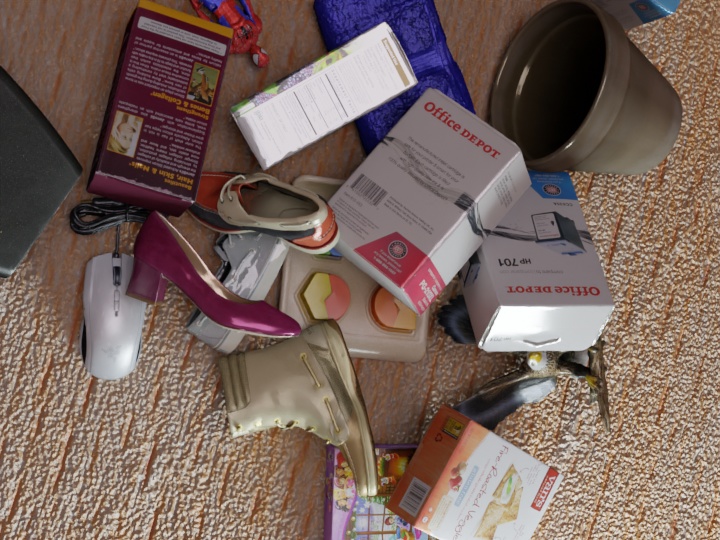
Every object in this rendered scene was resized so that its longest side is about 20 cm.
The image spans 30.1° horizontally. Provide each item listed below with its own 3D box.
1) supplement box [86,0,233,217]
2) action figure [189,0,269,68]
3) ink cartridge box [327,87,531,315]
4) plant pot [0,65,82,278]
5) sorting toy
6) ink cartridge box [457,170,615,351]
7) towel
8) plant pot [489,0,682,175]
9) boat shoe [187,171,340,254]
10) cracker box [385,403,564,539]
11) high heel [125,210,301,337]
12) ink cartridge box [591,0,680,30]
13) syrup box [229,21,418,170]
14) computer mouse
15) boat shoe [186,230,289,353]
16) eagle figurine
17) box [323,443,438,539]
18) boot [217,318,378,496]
[{"bbox_3d":[-0.216,-0.172,1.441,0.109,0.086,0.203,16,76,-16],"label":"supplement box"},{"bbox_3d":[-0.165,-0.310,1.493,0.065,0.052,0.201,-41,104,-16],"label":"action figure"},{"bbox_3d":[0.071,-0.078,1.475,0.144,0.084,0.200,38,82,28],"label":"ink cartridge box"},{"bbox_3d":[-0.400,-0.104,1.356,0.177,0.199,0.201,37,80,-26],"label":"plant pot"},{"bbox_3d":[0.000,0.000,1.553,0.183,0.036,0.203,7,89,-17],"label":"sorting toy"},{"bbox_3d":[0.189,-0.014,1.535,0.144,0.086,0.202,0,51,-17],"label":"ink cartridge box"},{"bbox_3d":[0.043,-0.245,1.556,0.146,0.049,0.202,-24,98,-16],"label":"towel"},{"bbox_3d":[0.278,-0.195,1.574,0.172,0.199,0.203,17,86,-34],"label":"plant pot"},{"bbox_3d":[-0.114,-0.073,1.451,0.198,0.063,0.072,19,70,25],"label":"boat shoe"},{"bbox_3d":[0.136,0.254,1.544,0.199,0.057,0.135,33,85,-42],"label":"cracker box"},{"bbox_3d":[-0.150,0.007,1.437,0.198,0.067,0.097,17,92,7],"label":"high heel"},{"bbox_3d":[0.289,-0.398,1.589,0.199,0.128,0.126,30,82,-16],"label":"ink cartridge box"},{"bbox_3d":[-0.041,-0.193,1.491,0.198,0.079,0.082,-30,96,0],"label":"syrup box"},{"bbox_3d":[-0.266,0.020,1.467,0.108,0.044,0.203,2,90,-18],"label":"computer mouse"},{"bbox_3d":[-0.132,-0.010,1.495,0.071,0.070,0.203,27,86,-19],"label":"boat shoe"},{"bbox_3d":[0.192,0.108,1.586,0.197,0.152,0.153,-4,48,12],"label":"eagle figurine"},{"bbox_3d":[0.026,0.305,1.565,0.135,0.039,0.203,2,90,-17],"label":"box"},{"bbox_3d":[-0.069,0.171,1.498,0.154,0.073,0.203,-17,87,-4],"label":"boot"}]
